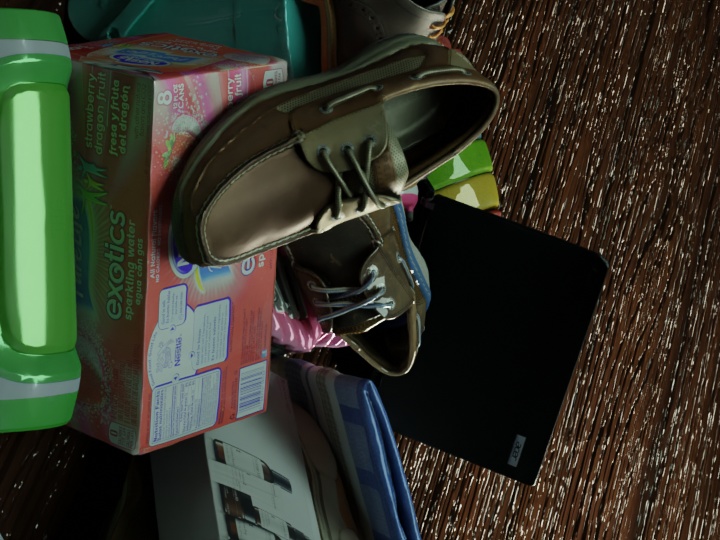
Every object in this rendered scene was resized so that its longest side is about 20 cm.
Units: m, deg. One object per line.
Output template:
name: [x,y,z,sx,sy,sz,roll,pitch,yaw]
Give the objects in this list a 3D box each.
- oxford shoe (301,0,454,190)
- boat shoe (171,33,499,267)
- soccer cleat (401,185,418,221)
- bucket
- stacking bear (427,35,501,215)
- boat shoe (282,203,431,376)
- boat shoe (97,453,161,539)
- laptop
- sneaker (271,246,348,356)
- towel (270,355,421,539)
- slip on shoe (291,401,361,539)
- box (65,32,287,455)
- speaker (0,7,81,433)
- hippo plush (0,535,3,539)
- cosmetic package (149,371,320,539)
oxford shoe: [0.018,-0.127,1.033,0.071,0.073,0.200,-65,146,-43]
boat shoe: [-0.009,-0.062,0.945,0.200,0.072,0.076,-37,130,-29]
soccer cleat: [-0.020,-0.062,1.198,0.200,0.070,0.086,165,-80,-71]
bucket: [-0.064,-0.143,1.105,0.207,0.135,0.207,-1,90,-66]
stacking bear: [0.054,-0.048,1.318,0.200,0.114,0.121,67,10,5]
boat shoe: [0.000,0.000,1.088,0.200,0.072,0.072,48,31,-56]
boat shoe: [-0.120,0.154,1.065,0.065,0.073,0.200,-54,-176,22]
laptop: [0.059,0.013,1.236,0.200,0.103,0.177,-119,-141,-54]
sneaker: [-0.069,0.024,1.132,0.200,0.095,0.079,23,54,-71]
towel: [-0.008,0.125,1.131,0.200,0.024,0.147,-177,-109,-71]
slip on shoe: [-0.038,0.157,1.098,0.076,0.061,0.200,93,-20,-46]
box: [-0.111,-0.017,0.981,0.103,0.095,0.200,-17,117,-49]
speaker: [-0.180,-0.024,0.904,0.088,0.088,0.200,-5,95,-66]
hippo plush: [-0.179,0.127,0.809,0.200,0.159,0.161,-17,94,-46]
cosmetic package: [-0.071,0.121,1.046,0.083,0.051,0.200,34,23,-31]
